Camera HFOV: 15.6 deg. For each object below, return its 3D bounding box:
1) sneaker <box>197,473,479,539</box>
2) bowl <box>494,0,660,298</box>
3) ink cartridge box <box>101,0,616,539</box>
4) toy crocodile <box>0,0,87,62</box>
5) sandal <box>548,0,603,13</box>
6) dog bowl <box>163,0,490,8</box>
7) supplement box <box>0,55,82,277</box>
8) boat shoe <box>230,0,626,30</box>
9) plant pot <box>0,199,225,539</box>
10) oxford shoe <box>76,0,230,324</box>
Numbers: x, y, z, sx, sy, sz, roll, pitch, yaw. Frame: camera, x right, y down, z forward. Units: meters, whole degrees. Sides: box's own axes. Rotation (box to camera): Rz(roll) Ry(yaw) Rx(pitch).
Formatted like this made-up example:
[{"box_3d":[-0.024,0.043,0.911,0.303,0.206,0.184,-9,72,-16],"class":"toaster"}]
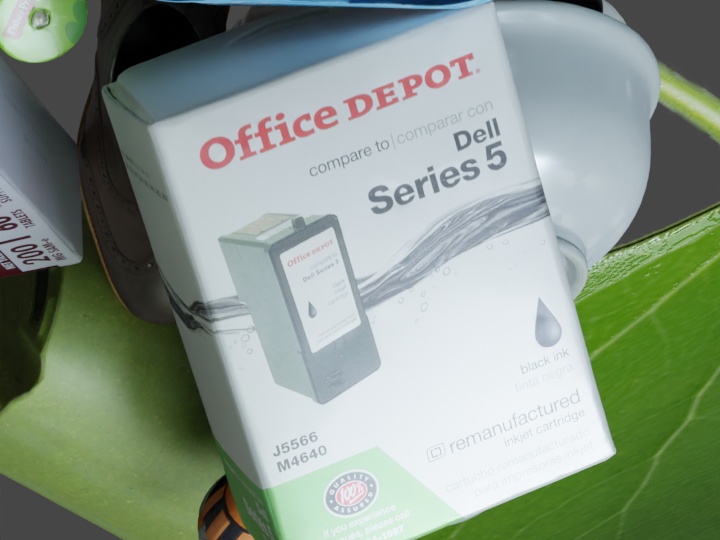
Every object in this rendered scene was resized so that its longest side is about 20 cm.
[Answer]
[{"box_3d":[0.025,0.074,1.172,0.199,0.078,0.112,-29,167,-26],"class":"sneaker"},{"box_3d":[0.045,-0.028,1.159,0.200,0.091,0.201,-10,154,-5],"class":"bowl"},{"box_3d":[0.000,0.000,1.038,0.145,0.084,0.201,-21,110,-11],"class":"ink cartridge box"},{"box_3d":[-0.172,-0.114,1.010,0.199,0.068,0.062,-12,122,-17],"class":"toy crocodile"},{"box_3d":[0.025,-0.142,1.123,0.199,0.045,0.075,21,136,-30],"class":"sandal"},{"box_3d":[-0.012,-0.148,0.974,0.199,0.112,0.050,2,174,11],"class":"dog bowl"},{"box_3d":[-0.227,-0.030,1.088,0.199,0.061,0.109,-10,156,12],"class":"supplement box"},{"box_3d":[0.027,-0.092,1.199,0.199,0.072,0.068,-11,167,-26],"class":"boat shoe"},{"box_3d":[-0.108,0.046,1.260,0.190,0.201,0.200,24,131,-40],"class":"plant pot"},{"box_3d":[-0.088,-0.050,1.104,0.071,0.073,0.201,1,126,0],"class":"oxford shoe"}]
